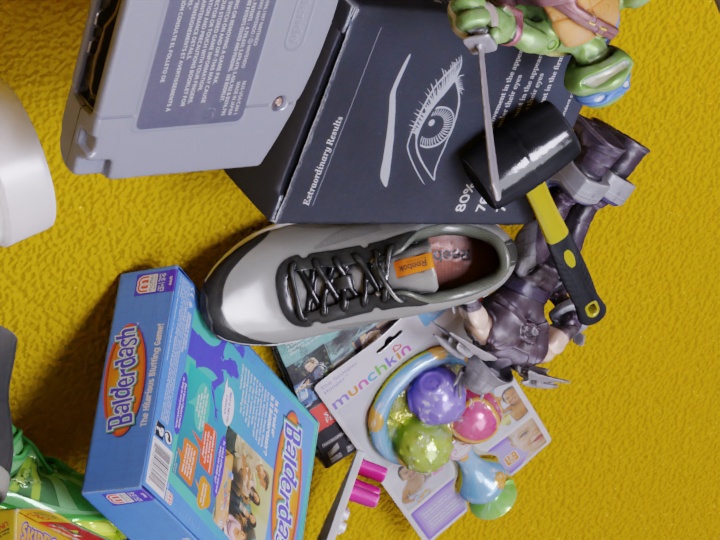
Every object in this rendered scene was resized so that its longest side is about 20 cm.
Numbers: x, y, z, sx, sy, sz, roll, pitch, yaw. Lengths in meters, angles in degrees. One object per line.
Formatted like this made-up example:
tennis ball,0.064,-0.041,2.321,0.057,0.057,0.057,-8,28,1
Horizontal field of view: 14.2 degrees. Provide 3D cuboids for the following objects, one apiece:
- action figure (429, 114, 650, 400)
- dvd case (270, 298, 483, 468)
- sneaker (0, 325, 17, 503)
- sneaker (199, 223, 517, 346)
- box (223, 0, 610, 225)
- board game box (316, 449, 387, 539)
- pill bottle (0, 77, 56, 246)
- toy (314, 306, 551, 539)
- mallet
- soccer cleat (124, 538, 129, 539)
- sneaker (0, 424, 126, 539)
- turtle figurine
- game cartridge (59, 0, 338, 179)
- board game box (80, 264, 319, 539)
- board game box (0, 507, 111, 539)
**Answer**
action figure,0.113,-0.003,1.853,0.130,0.069,0.200,19,103,-50
dvd case,0.009,0.026,1.862,0.146,0.022,0.200,-32,139,-10
sneaker,-0.295,0.072,1.646,0.199,0.107,0.075,9,152,-12
sneaker,0.000,0.000,1.748,0.200,0.079,0.074,-12,94,-12
box,0.026,-0.113,1.693,0.200,0.104,0.148,1,124,-37
board game box,-0.041,0.248,1.874,0.026,0.200,0.200,21,135,-1
pill bottle,-0.270,-0.029,1.534,0.200,0.114,0.115,-23,135,-20
toy,0.060,0.106,1.918,0.115,0.047,0.200,-39,140,-5
mallet,0.124,-0.032,1.734,0.066,0.041,0.200,-39,143,2
soccer cleat,-0.184,0.190,1.813,0.200,0.076,0.067,17,113,-44
sneaker,-0.207,0.122,1.721,0.200,0.084,0.074,12,162,-31
turtle figurine,0.116,-0.171,1.535,0.144,0.200,0.194,-18,105,18
game cartridge,-0.072,-0.140,1.473,0.133,0.041,0.200,-4,127,-33
board game box,-0.094,0.114,1.768,0.045,0.152,0.200,-9,145,25
board game box,-0.247,0.166,1.682,0.199,0.030,0.096,-10,158,22
